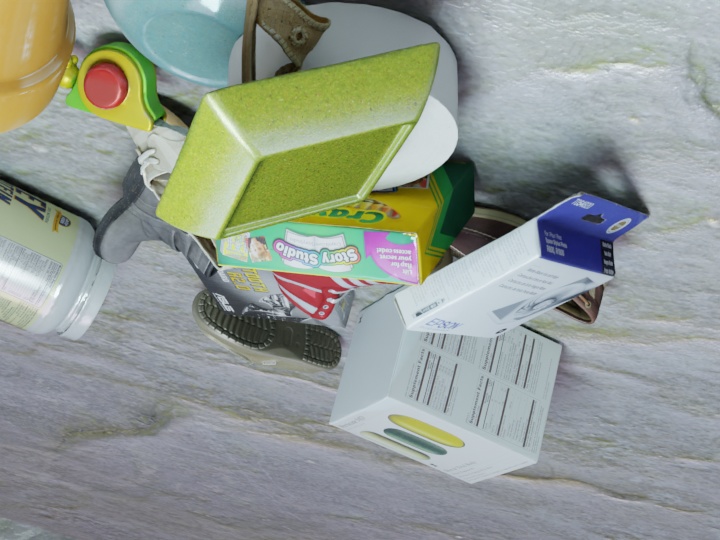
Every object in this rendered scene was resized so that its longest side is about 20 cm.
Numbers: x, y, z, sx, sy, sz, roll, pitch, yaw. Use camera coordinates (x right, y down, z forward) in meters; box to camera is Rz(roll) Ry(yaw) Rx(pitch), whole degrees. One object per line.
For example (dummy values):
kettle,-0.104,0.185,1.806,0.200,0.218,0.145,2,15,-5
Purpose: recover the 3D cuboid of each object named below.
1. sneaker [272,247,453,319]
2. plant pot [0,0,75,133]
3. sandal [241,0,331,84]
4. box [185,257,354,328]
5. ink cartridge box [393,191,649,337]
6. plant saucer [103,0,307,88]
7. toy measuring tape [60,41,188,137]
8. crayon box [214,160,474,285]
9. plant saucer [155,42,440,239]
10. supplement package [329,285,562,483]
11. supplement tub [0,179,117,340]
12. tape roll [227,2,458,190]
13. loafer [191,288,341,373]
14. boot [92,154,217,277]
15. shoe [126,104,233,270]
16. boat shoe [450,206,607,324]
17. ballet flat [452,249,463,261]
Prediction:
sneaker,0.000,0.000,1.509,0.199,0.072,0.113,9,147,16
plant pot,-0.308,-0.240,1.191,0.199,0.201,0.183,23,138,-15
sandal,-0.057,-0.199,1.148,0.069,0.078,0.213,-1,109,-1
box,-0.107,-0.007,1.688,0.157,0.049,0.200,7,154,18
ink cartridge box,0.159,0.002,1.387,0.199,0.041,0.199,-31,162,24
plant saucer,-0.135,-0.207,1.310,0.200,0.039,0.201,13,155,6
toy measuring tape,-0.189,-0.165,1.382,0.199,0.074,0.074,17,155,9
crayon box,-0.012,-0.054,1.401,0.199,0.173,0.059,5,115,20
plant saucer,-0.044,-0.089,1.175,0.199,0.048,0.200,-16,162,-25
supplement package,0.098,0.131,1.732,0.199,0.151,0.152,25,154,-19
supplement tub,-0.392,-0.015,1.718,0.199,0.146,0.145,26,153,-22
tape roll,-0.015,-0.143,1.288,0.201,0.071,0.203,0,155,0
loafer,-0.122,0.084,1.848,0.199,0.076,0.068,24,147,-19
boot,-0.200,-0.035,1.575,0.132,0.070,0.200,41,143,3
shoe,-0.172,-0.086,1.461,0.200,0.053,0.070,51,152,3
boat shoe,0.159,-0.002,1.520,0.199,0.072,0.072,25,153,-19
ballet flat,0.049,-0.034,1.562,0.199,0.047,0.067,22,146,-25
